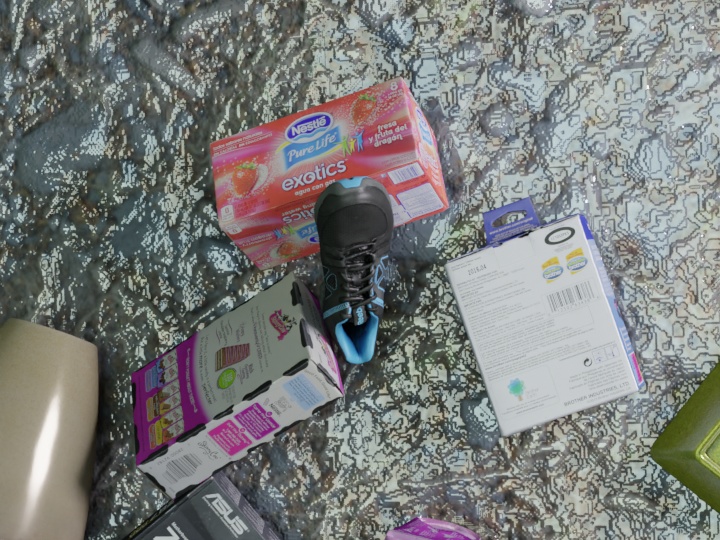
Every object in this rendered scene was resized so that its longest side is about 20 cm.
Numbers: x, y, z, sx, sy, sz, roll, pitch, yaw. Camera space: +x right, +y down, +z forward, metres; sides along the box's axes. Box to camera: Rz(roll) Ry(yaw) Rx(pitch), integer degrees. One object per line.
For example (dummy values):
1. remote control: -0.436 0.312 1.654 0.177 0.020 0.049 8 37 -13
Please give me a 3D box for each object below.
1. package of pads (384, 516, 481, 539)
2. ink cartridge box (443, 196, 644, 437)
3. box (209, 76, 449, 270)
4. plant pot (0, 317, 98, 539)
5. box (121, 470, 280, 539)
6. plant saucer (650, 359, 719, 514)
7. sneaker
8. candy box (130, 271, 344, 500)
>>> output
1. package of pads: 0.052 0.336 1.356 0.075 0.120 0.202 11 93 19
2. ink cartridge box: 0.164 0.034 1.351 0.135 0.076 0.202 -20 87 13
3. box: -0.029 -0.088 1.375 0.198 0.103 0.095 -18 60 14
4. plant pot: -0.330 0.156 1.436 0.185 0.187 0.202 15 80 13
5. box: -0.138 0.313 1.413 0.161 0.049 0.201 -38 98 5
6. plant saucer: 0.392 0.153 1.309 0.199 0.048 0.201 39 99 11
7. sneaker: 0.000 0.000 1.337 0.072 0.201 0.082 -9 48 -6
8. candy box: -0.120 0.108 1.393 0.199 0.137 0.061 -32 126 13
